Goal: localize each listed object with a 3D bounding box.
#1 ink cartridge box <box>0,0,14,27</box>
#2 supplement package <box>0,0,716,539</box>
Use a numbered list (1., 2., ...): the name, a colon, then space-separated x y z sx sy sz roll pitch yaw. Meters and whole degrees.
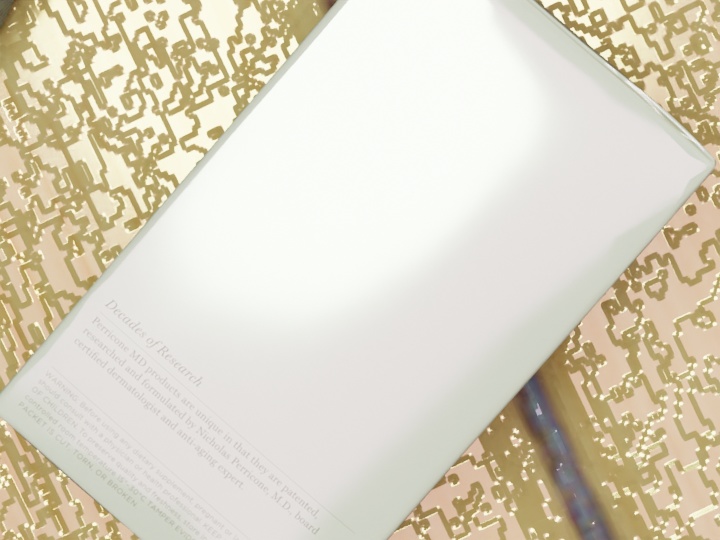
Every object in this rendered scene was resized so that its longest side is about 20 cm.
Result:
1. ink cartridge box: -0.198 -0.138 0.861 0.196 0.043 0.200 32 120 -1
2. supplement package: 0.000 0.000 0.838 0.120 0.121 0.200 41 96 -1
